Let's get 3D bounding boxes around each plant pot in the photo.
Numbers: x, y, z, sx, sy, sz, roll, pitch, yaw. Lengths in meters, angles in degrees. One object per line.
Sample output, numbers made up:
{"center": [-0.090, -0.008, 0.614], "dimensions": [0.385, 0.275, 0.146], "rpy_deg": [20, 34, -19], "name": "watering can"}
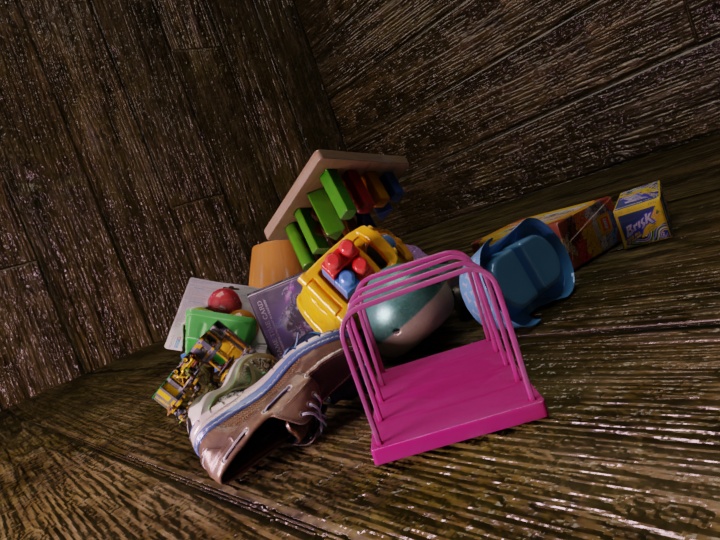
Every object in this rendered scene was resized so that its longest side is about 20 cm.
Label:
{"center": [-0.203, 0.027, 1.354], "dimensions": [0.196, 0.187, 0.200], "rpy_deg": [-8, -8, -1], "name": "plant pot"}

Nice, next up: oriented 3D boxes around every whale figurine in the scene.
{"center": [0.066, 0.032, 0.745], "dimensions": [0.159, 0.104, 0.200], "rpy_deg": [-42, 2, 28], "name": "whale figurine"}

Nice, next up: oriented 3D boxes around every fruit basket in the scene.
{"center": [-0.265, 0.095, 1.045], "dimensions": [0.182, 0.095, 0.201], "rpy_deg": [9, 31, -9], "name": "fruit basket"}

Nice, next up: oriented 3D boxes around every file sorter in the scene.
{"center": [0.063, 0.059, 0.495], "dimensions": [0.137, 0.128, 0.200], "rpy_deg": [-18, 5, 5], "name": "file sorter"}

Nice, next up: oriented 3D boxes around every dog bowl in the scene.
{"center": [0.197, 0.006, 0.674], "dimensions": [0.199, 0.113, 0.049], "rpy_deg": [-26, -6, -42], "name": "dog bowl"}

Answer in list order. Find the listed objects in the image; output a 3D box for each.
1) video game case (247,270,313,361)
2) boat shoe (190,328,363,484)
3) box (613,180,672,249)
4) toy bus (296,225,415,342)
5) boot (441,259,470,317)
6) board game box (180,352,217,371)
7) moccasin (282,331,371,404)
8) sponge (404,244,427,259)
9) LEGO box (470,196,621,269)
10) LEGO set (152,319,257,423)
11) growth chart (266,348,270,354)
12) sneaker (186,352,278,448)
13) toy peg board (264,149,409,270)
{"center": [-0.081, 0.069, 0.940], "dimensions": [0.197, 0.145, 0.019], "rpy_deg": [-21, 21, -8], "name": "video game case"}
{"center": [-0.068, 0.139, 0.535], "dimensions": [0.199, 0.073, 0.072], "rpy_deg": [-35, 48, -11], "name": "boat shoe"}
{"center": [0.461, -0.094, 0.870], "dimensions": [0.069, 0.065, 0.199], "rpy_deg": [-18, 7, 32], "name": "box"}
{"center": [0.000, 0.000, 0.810], "dimensions": [0.200, 0.136, 0.193], "rpy_deg": [-42, -17, -18], "name": "toy bus"}
{"center": [0.202, 0.016, 0.842], "dimensions": [0.128, 0.069, 0.200], "rpy_deg": [-16, 13, 5], "name": "boot"}
{"center": [-0.271, 0.161, 1.162], "dimensions": [0.198, 0.057, 0.195], "rpy_deg": [-24, 1, -33], "name": "board game box"}
{"center": [-0.058, 0.120, 0.667], "dimensions": [0.068, 0.082, 0.199], "rpy_deg": [-28, 6, -26], "name": "moccasin"}
{"center": [0.105, -0.019, 1.132], "dimensions": [0.110, 0.030, 0.200], "rpy_deg": [10, 16, -20], "name": "sponge"}
{"center": [0.314, -0.050, 0.918], "dimensions": [0.147, 0.078, 0.199], "rpy_deg": [-24, 5, -30], "name": "LEGO box"}
{"center": [-0.236, 0.174, 0.871], "dimensions": [0.155, 0.115, 0.200], "rpy_deg": [-52, 7, -9], "name": "LEGO set"}
{"center": [-0.160, 0.157, 1.048], "dimensions": [0.197, 0.018, 0.144], "rpy_deg": [-23, 5, -20], "name": "growth chart"}
{"center": [-0.129, 0.161, 0.664], "dimensions": [0.087, 0.078, 0.200], "rpy_deg": [-6, 14, 14], "name": "sneaker"}
{"center": [-0.024, -0.089, 0.891], "dimensions": [0.197, 0.099, 0.200], "rpy_deg": [-6, -30, -42], "name": "toy peg board"}
